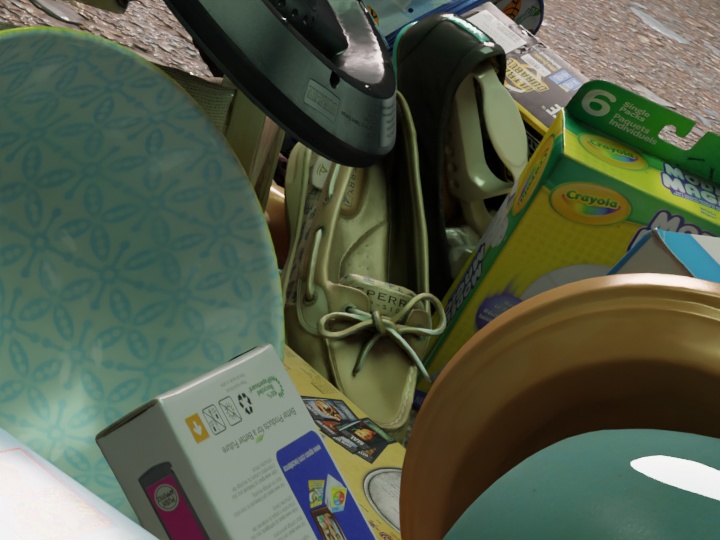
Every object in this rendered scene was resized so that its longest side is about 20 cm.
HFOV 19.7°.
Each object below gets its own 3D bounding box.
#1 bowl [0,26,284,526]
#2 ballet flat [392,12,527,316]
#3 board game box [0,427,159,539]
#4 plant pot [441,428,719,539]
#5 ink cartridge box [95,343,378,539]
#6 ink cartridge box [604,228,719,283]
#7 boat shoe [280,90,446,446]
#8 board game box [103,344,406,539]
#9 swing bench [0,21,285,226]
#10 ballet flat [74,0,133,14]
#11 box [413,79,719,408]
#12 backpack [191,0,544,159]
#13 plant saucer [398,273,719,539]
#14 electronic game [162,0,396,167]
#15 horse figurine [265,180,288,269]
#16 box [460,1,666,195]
[{"bbox_3d":[-0.135,0.016,0.788,0.107,0.202,0.199,-13,-12,42],"label":"bowl"},{"bbox_3d":[0.057,-0.035,1.086,0.068,0.201,0.068,17,37,40],"label":"ballet flat"},{"bbox_3d":[-0.090,0.137,0.583,0.199,0.103,0.105,33,20,15],"label":"board game box"},{"bbox_3d":[0.107,0.147,0.679,0.200,0.202,0.161,7,25,-44],"label":"plant pot"},{"bbox_3d":[-0.014,0.127,0.737,0.201,0.037,0.095,59,24,3],"label":"ink cartridge box"},{"bbox_3d":[0.161,0.085,0.919,0.145,0.147,0.200,50,22,21],"label":"ink cartridge box"},{"bbox_3d":[0.000,0.000,1.010,0.073,0.063,0.201,17,50,-30],"label":"boat shoe"},{"bbox_3d":[-0.047,0.077,0.895,0.200,0.035,0.135,39,23,31],"label":"board game box"},{"bbox_3d":[-0.137,-0.072,0.971,0.198,0.131,0.200,16,20,2],"label":"swing bench"},{"bbox_3d":[-0.124,-0.152,0.928,0.069,0.070,0.200,25,16,-5],"label":"ballet flat"},{"bbox_3d":[0.116,0.006,1.034,0.117,0.201,0.048,22,33,-11],"label":"box"},{"bbox_3d":[0.017,-0.135,1.241,0.154,0.190,0.200,53,6,6],"label":"backpack"},{"bbox_3d":[0.109,0.101,0.787,0.199,0.201,0.037,28,22,4],"label":"plant saucer"},{"bbox_3d":[-0.051,-0.127,0.876,0.200,0.042,0.200,47,17,-19],"label":"electronic game"},{"bbox_3d":[-0.057,-0.032,1.139,0.200,0.050,0.132,37,14,33],"label":"horse figurine"},{"bbox_3d":[0.111,-0.027,1.151,0.049,0.201,0.160,-31,47,-18],"label":"box"}]
